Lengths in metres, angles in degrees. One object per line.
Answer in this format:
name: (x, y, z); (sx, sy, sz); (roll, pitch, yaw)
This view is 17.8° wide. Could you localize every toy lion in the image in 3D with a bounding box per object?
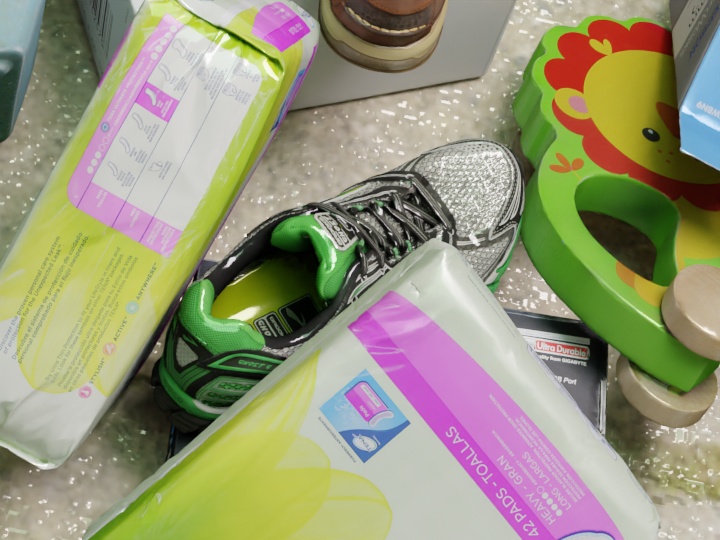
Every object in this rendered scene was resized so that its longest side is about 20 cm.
toy lion: (0.145, -0.042, 1.102); (0.192, 0.069, 0.199); (43, 44, 16)

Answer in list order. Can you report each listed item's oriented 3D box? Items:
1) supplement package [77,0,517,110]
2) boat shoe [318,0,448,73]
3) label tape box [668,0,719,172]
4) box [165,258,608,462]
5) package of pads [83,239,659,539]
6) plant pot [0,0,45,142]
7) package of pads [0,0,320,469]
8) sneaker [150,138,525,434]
supplement package: (-0.034, -0.155, 1.112); (0.198, 0.118, 0.118); (-11, 65, -16)
boat shoe: (0.023, -0.189, 1.036); (0.071, 0.068, 0.202); (9, 63, -8)
label tape box: (0.224, -0.087, 1.093); (0.143, 0.064, 0.200); (26, 25, -7)
box: (0.011, 0.088, 1.035); (0.198, 0.046, 0.160); (9, 61, -7)
package of pads: (0.005, 0.110, 0.933); (0.200, 0.068, 0.155); (-39, 97, 1)
plant pot: (-0.227, -0.160, 1.043); (0.194, 0.196, 0.202); (-7, 74, -15)
package of pads: (-0.093, -0.025, 0.963); (0.068, 0.155, 0.201); (30, 102, -1)
sneaker: (0.000, 0.000, 1.004); (0.199, 0.085, 0.078); (-35, 73, -27)
